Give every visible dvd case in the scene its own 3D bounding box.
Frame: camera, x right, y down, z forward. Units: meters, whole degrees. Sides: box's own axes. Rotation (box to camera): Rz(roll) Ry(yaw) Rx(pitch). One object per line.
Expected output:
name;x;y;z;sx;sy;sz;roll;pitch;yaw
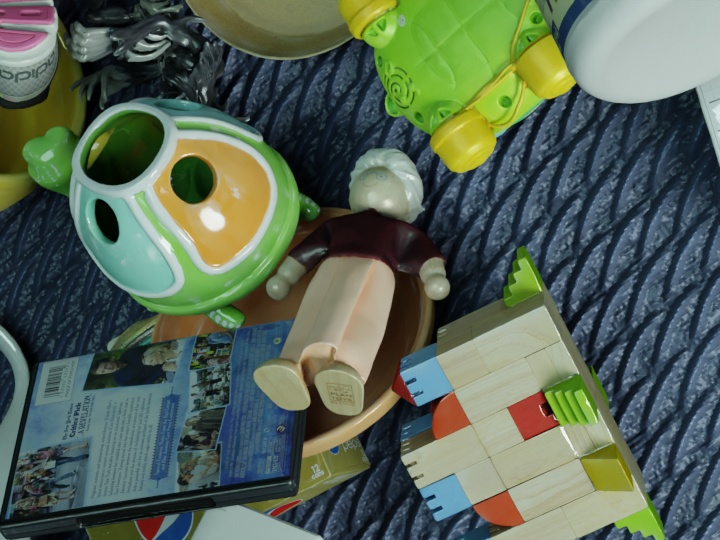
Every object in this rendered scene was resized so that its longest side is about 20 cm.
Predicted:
dvd case;-0.130;0.101;1.394;0.199;0.018;0.143;-10;44;14

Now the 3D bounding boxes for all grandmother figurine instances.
grandmother figurine;0.000;0.000;1.395;0.121;0.200;0.061;9;140;10

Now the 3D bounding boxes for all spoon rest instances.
spoon rest;-0.262;0.122;1.588;0.060;0.099;0.201;-14;75;-12

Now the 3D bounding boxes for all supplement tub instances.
supplement tub;0.152;-0.214;1.253;0.145;0.145;0.200;-34;64;23

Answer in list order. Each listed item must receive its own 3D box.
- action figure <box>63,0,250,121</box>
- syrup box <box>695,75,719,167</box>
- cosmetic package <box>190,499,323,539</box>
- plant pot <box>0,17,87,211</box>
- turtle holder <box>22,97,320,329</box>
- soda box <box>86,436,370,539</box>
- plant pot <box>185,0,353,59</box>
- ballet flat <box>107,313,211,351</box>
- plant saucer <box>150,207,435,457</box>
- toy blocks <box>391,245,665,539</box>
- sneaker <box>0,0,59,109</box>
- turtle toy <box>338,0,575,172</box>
action figure;-0.160;-0.158;1.510;0.102;0.119;0.200;-27;69;-17
syrup box;0.257;-0.098;1.320;0.081;0.079;0.201;-21;82;26
cosmetic package;-0.055;0.236;1.404;0.085;0.200;0.108;18;71;25
plant pot;-0.330;-0.112;1.562;0.189;0.200;0.201;-31;77;40
turtle holder;-0.131;-0.058;1.441;0.141;0.132;0.186;-42;47;4
soda box;-0.096;0.150;1.510;0.200;0.064;0.068;-30;78;24
plant pot;-0.044;-0.245;1.497;0.199;0.027;0.201;0;90;27
ballet flat;-0.172;0.088;1.553;0.071;0.071;0.200;42;106;20
plant saucer;-0.043;0.047;1.449;0.199;0.038;0.201;-11;51;13
toy blocks;0.088;0.106;1.375;0.136;0.100;0.200;-25;106;11
sneaker;-0.252;-0.184;1.491;0.088;0.073;0.200;96;156;-44
turtle toy;0.092;-0.162;1.388;0.200;0.101;0.146;-39;76;22
